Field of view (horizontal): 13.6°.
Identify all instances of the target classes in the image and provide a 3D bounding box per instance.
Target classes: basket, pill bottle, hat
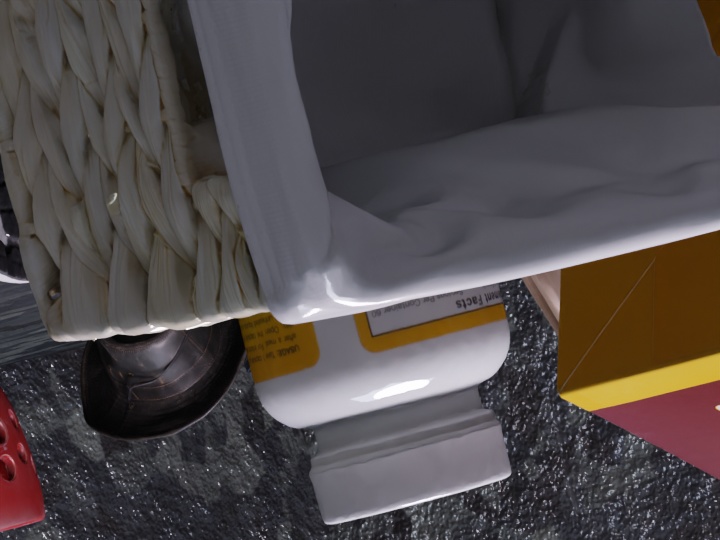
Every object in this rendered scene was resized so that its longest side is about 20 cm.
[{"bbox_3d":[0.011,-0.063,0.745,0.199,0.136,0.123,-13,-179,-43],"label":"basket"},{"bbox_3d":[0.000,0.000,1.274,0.112,0.201,0.113,-15,178,-1],"label":"pill bottle"},{"bbox_3d":[-0.188,0.054,2.611,0.200,0.201,0.081,-16,137,32],"label":"hat"}]

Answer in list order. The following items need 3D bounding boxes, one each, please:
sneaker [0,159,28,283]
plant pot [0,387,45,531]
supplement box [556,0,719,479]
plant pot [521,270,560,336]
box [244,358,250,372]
[{"bbox_3d":[-0.194,-0.026,1.214,0.081,0.074,0.200,-5,177,32],"label":"sneaker"},{"bbox_3d":[-0.384,0.149,2.556,0.199,0.184,0.200,-16,178,-1],"label":"plant pot"},{"bbox_3d":[0.192,-0.022,1.201,0.132,0.198,0.200,-17,148,38],"label":"supplement box"},{"bbox_3d":[0.187,-0.037,2.062,0.174,0.201,0.200,-31,178,0],"label":"plant pot"},{"bbox_3d":[-0.069,0.068,3.886,0.157,0.051,0.200,-14,167,-11],"label":"box"}]
